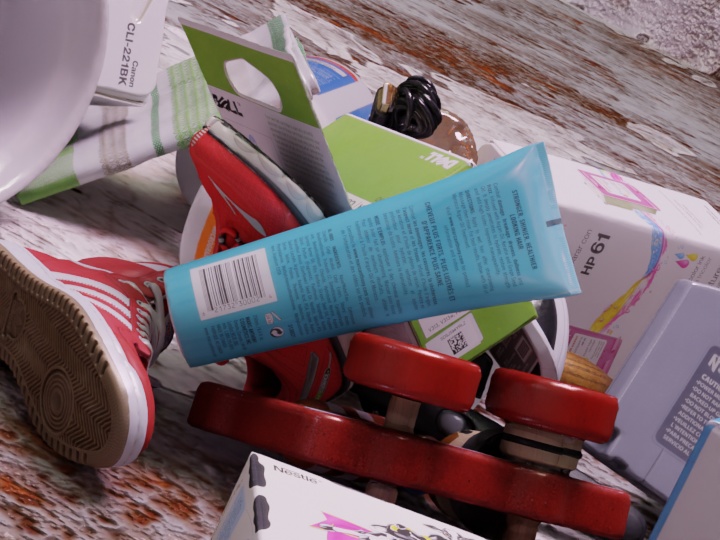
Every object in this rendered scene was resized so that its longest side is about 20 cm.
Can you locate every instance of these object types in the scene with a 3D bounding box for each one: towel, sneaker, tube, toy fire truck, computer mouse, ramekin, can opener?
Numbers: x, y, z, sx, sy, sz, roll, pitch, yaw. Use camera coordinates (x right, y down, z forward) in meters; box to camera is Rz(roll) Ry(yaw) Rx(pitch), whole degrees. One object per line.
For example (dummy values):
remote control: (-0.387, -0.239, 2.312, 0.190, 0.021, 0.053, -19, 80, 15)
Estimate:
towel: (-0.129, -0.107, 1.480, 0.200, 0.031, 0.149, -20, 19, 0)
sneaker: (-0.054, 0.010, 1.200, 0.077, 0.085, 0.200, 38, -23, 45)
tube: (0.004, -0.001, 1.136, 0.200, 0.078, 0.050, -14, 6, 3)
toy fire truck: (0.029, 0.096, 1.173, 0.200, 0.112, 0.168, 15, -2, -27)
computer mouse: (0.067, -0.019, 1.303, 0.044, 0.110, 0.200, -28, 77, -20)
ramekin: (-0.253, -0.139, 1.330, 0.098, 0.201, 0.200, 28, 14, 38)
can opener: (0.076, 0.098, 1.300, 0.200, 0.079, 0.063, 35, 8, 3)
sneaker: (-0.121, 0.042, 1.164, 0.112, 0.071, 0.200, 10, 19, -34)

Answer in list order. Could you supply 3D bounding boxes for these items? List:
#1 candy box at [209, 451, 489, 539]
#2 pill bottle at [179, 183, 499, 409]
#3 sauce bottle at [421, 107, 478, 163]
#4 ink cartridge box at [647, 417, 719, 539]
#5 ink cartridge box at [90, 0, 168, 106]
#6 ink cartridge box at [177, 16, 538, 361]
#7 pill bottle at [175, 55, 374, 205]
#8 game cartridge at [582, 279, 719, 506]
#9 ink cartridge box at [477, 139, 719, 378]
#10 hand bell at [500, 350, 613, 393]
candy box: (0.021, 0.172, 0.953, 0.168, 0.072, 0.200, 21, 17, -13)
pill bottle: (0.000, 0.000, 1.399, 0.200, 0.114, 0.114, 28, 16, 14)
sauce bottle: (0.017, -0.047, 1.509, 0.066, 0.066, 0.200, 22, -24, -10)
ink cartridge box: (0.242, 0.162, 1.178, 0.146, 0.147, 0.200, 31, 17, 23)
ink cartridge box: (-0.213, -0.186, 1.505, 0.084, 0.145, 0.200, 10, -3, -40)
ink cartridge box: (-0.002, -0.054, 1.225, 0.076, 0.200, 0.148, -32, 26, -17)
pill bottle: (-0.060, -0.086, 1.591, 0.112, 0.112, 0.200, 27, 15, 9)
game cartridge: (0.238, 0.100, 1.332, 0.200, 0.133, 0.042, 36, -12, -12)
ink cartridge box: (0.141, 0.011, 1.514, 0.200, 0.145, 0.085, 14, 25, -34)
hand bell: (0.167, 0.082, 1.364, 0.200, 0.104, 0.104, 24, 15, -25)
